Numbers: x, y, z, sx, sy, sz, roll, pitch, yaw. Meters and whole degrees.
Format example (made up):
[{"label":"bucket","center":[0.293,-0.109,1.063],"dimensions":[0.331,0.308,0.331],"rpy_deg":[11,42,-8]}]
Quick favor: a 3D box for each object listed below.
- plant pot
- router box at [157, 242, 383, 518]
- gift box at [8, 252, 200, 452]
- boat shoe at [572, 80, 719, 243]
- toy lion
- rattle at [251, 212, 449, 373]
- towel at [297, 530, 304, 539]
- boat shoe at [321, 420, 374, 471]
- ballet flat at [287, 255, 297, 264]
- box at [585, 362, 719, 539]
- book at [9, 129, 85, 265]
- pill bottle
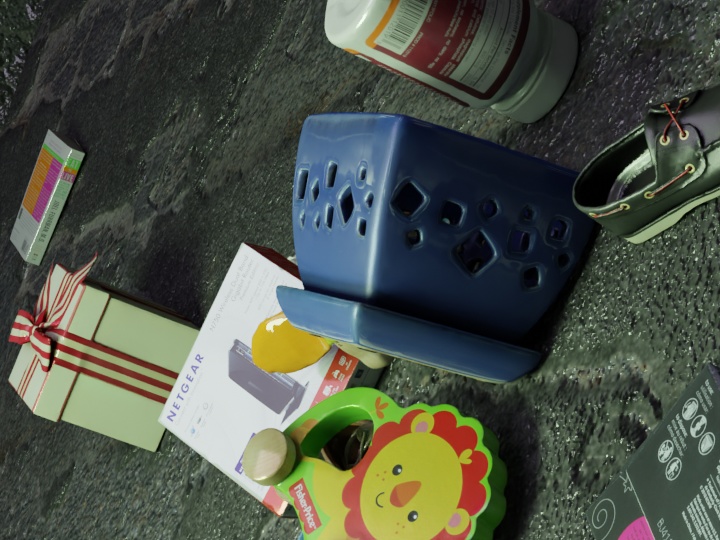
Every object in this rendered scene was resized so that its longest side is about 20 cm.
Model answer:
[{"label":"plant pot","center":[0.051,-0.015,1.443],"dimensions":[0.200,0.199,0.180],"rpy_deg":[12,86,65]},{"label":"router box","center":[-0.080,0.103,1.689],"dimensions":[0.179,0.049,0.200],"rpy_deg":[32,101,33]},{"label":"gift box","center":[-0.314,0.086,2.148],"dimensions":[0.184,0.186,0.201],"rpy_deg":[13,83,66]},{"label":"boat shoe","center":[0.231,-0.088,1.280],"dimensions":[0.201,0.063,0.074],"rpy_deg":[-40,34,45]},{"label":"toy lion","center":[0.019,0.169,1.407],"dimensions":[0.192,0.069,0.200],"rpy_deg":[-38,47,11]},{"label":"rattle","center":[0.000,0.000,1.614],"dimensions":[0.143,0.130,0.200],"rpy_deg":[-50,18,57]},{"label":"towel","center":[-0.042,0.293,1.518],"dimensions":[0.200,0.048,0.112],"rpy_deg":[-62,35,25]},{"label":"boat shoe","center":[0.020,0.165,1.499],"dimensions":[0.200,0.072,0.076],"rpy_deg":[6,75,66]},{"label":"ballet flat","center":[-0.056,0.027,1.792],"dimensions":[0.070,0.069,0.200],"rpy_deg":[-55,26,28]},{"label":"box","center":[0.229,0.172,0.989],"dimensions":[0.132,0.115,0.200],"rpy_deg":[-55,28,25]},{"label":"book","center":[-0.519,-0.121,2.950],"dimensions":[0.200,0.048,0.134],"rpy_deg":[-66,26,8]},{"label":"pill bottle","center":[0.080,-0.208,1.532],"dimensions":[0.114,0.200,0.114],"rpy_deg":[-46,32,40]}]
